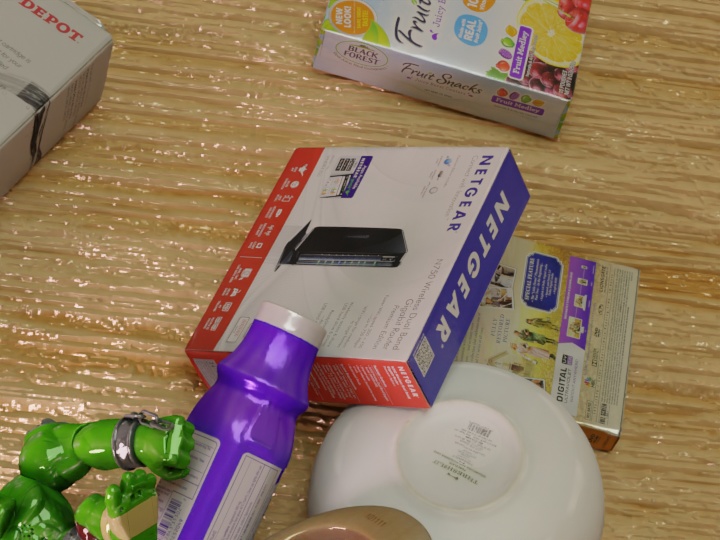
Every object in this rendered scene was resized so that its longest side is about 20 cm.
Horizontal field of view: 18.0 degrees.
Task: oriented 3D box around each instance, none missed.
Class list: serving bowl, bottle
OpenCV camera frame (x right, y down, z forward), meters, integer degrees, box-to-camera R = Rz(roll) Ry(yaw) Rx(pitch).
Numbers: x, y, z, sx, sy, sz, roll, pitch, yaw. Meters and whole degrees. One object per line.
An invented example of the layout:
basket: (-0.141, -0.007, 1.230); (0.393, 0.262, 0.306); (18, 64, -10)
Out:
serving bowl: (0.064, 0.137, 1.485); (0.199, 0.066, 0.201); (0, 53, -1)
bottle: (-0.083, 0.119, 1.450); (0.065, 0.083, 0.201); (28, 82, -22)

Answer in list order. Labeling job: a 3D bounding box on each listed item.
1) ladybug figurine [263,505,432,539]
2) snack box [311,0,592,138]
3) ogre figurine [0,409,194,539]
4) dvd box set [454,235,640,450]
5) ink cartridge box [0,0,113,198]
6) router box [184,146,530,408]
ladybug figurine: (-0.034, 0.223, 1.374); (0.200, 0.072, 0.135); (-35, 38, -27)
snack box: (0.075, -0.196, 1.761); (0.199, 0.053, 0.143); (16, 54, -2)
ogre figurine: (-0.188, 0.174, 1.409); (0.119, 0.201, 0.098); (16, 6, 38)
dvd box set: (0.096, 0.039, 1.622); (0.199, 0.029, 0.147); (14, 55, -5)
ink cartridge box: (-0.292, -0.124, 1.607); (0.145, 0.084, 0.200); (34, 55, 10)
router box: (0.000, 0.000, 1.559); (0.178, 0.049, 0.201); (1, 47, 31)
